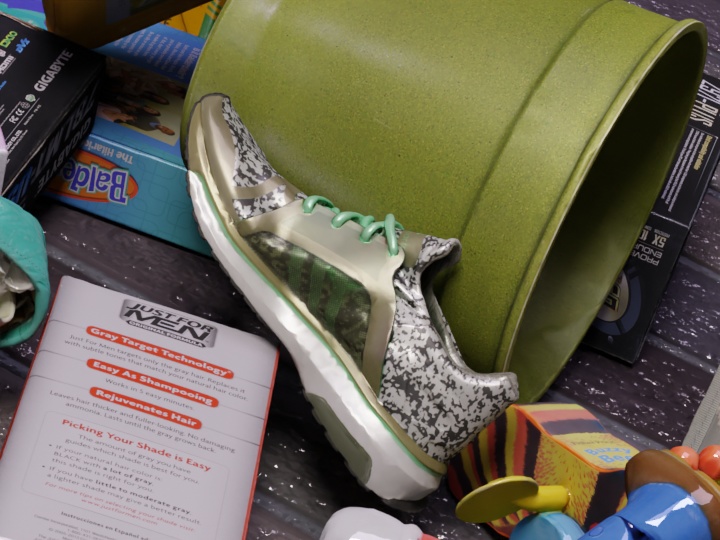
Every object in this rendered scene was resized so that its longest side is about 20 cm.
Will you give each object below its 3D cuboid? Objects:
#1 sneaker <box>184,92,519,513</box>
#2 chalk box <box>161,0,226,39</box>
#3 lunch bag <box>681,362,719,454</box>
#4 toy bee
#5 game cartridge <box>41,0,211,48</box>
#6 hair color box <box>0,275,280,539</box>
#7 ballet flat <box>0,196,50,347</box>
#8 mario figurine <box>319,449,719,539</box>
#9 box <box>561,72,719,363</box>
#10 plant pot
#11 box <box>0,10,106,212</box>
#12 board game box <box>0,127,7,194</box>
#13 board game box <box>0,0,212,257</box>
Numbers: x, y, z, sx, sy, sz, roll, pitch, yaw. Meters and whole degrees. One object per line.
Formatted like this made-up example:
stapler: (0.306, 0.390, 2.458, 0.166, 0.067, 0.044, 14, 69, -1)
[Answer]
sneaker: (0.000, 0.000, 1.160, 0.200, 0.089, 0.077, 57, 12, 7)
chalk box: (-0.094, -0.226, 1.575, 0.125, 0.124, 0.200, 24, 28, 8)
lunch bag: (0.259, 0.056, 1.252, 0.164, 0.200, 0.118, 26, -13, 28)
toy bee: (0.117, 0.103, 1.139, 0.200, 0.109, 0.131, 35, 30, 27)
game cartridge: (-0.066, -0.157, 1.284, 0.176, 0.032, 0.200, -23, -4, -7)
hair color box: (-0.095, 0.086, 1.084, 0.101, 0.061, 0.200, 18, 28, -5)
ballet flat: (-0.186, -0.015, 1.067, 0.200, 0.067, 0.070, 29, 33, -54)
mario figurine: (0.047, 0.141, 1.029, 0.200, 0.106, 0.123, -24, 68, -24)
box: (0.101, -0.056, 1.435, 0.164, 0.086, 0.200, 22, 28, 5)
plant pot: (0.029, -0.063, 1.251, 0.193, 0.200, 0.200, 27, 29, 15)
box: (-0.245, -0.069, 1.234, 0.198, 0.050, 0.200, 22, 42, 7)
board game box: (-0.272, -0.102, 1.195, 0.200, 0.041, 0.200, -4, 46, -21)
board game box: (-0.132, -0.085, 1.381, 0.200, 0.045, 0.152, 20, 28, 2)
